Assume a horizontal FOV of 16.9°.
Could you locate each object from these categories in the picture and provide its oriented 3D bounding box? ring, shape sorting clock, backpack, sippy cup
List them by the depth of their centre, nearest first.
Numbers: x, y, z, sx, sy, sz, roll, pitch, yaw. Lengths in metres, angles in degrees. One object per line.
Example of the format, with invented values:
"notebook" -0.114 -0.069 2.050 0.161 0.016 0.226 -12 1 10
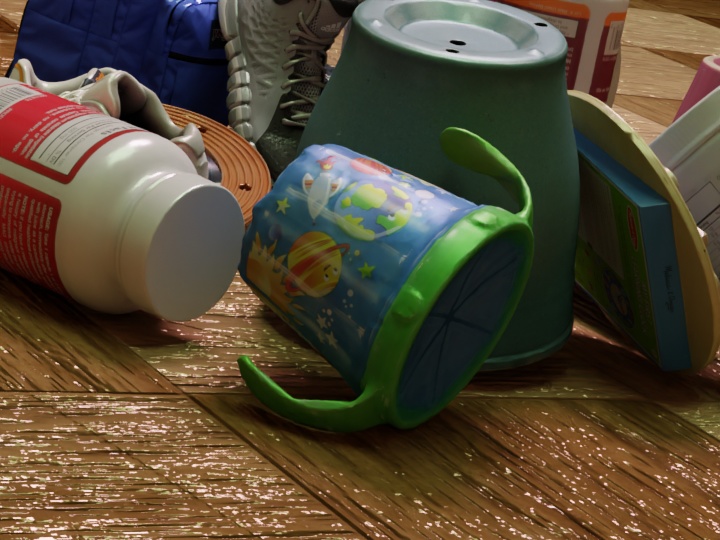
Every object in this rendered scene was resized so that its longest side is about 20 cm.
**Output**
"sippy cup" 0.007 -0.001 1.363 0.130 0.140 0.178 32 30 21
"shape sorting clock" 0.172 -0.025 1.559 0.039 0.201 0.200 -24 25 -14
"ring" -0.161 -0.065 1.677 0.199 0.019 0.201 7 30 -4
"backpack" -0.171 -0.205 1.942 0.167 0.201 0.162 18 14 23

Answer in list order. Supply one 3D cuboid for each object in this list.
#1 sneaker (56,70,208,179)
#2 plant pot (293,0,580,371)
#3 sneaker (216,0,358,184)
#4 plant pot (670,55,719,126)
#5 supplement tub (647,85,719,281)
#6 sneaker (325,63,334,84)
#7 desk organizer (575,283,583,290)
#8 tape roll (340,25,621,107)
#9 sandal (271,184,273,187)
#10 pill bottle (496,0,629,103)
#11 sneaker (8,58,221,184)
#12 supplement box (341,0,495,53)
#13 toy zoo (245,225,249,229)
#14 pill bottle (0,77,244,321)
"sneaker" -0.178 -0.096 1.606 0.199 0.100 0.078 21 36 19
"plant pot" 0.050 -0.066 1.507 0.199 0.189 0.200 7 22 -3
"sneaker" -0.044 -0.155 1.833 0.115 0.201 0.075 -31 -27 36
"plant pot" 0.293 -0.056 1.782 0.199 0.180 0.200 11 15 -3
"supplement tub" 0.279 -0.023 1.569 0.200 0.132 0.132 52 24 8
"sneaker" -0.060 -0.136 1.998 0.077 0.087 0.200 19 5 -3
"desk organizer" 0.174 -0.031 1.723 0.072 0.077 0.200 15 15 -38
"tape roll" 0.101 -0.176 2.049 0.202 0.204 0.139 1 17 -37
"sandal" 0.013 -0.052 1.773 0.200 0.048 0.075 11 -1 -20
"pill bottle" 0.137 -0.135 1.920 0.114 0.201 0.114 11 13 -3
"sneaker" -0.173 -0.103 1.794 0.199 0.080 0.078 12 13 -4
"supplement box" 0.034 -0.146 1.881 0.101 0.201 0.103 11 13 -7
"toy zoo" 0.000 0.000 1.644 0.131 0.021 0.200 -2 19 -43
"pill bottle" -0.169 -0.040 1.473 0.200 0.113 0.112 23 18 36
